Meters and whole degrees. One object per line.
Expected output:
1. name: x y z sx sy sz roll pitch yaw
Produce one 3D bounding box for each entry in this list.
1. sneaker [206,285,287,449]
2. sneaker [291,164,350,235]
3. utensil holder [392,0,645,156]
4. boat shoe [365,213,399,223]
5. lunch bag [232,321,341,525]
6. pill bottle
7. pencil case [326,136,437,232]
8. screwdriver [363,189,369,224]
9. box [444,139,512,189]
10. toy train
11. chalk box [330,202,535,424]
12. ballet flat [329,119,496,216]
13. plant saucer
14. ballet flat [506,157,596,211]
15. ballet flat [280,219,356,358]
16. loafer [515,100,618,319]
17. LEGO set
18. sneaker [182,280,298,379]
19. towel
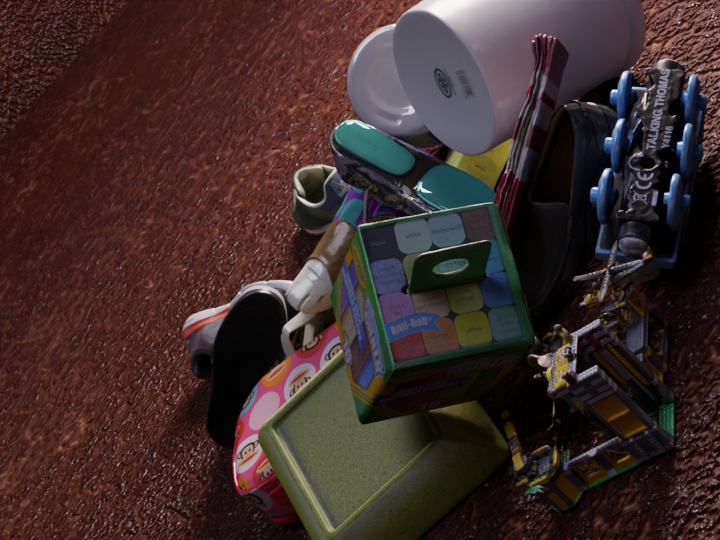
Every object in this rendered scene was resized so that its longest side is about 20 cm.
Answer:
1. sneaker: -0.111 0.078 1.761 0.121 0.083 0.202 -78 4 -57
2. sneaker: -0.045 -0.091 1.944 0.067 0.090 0.200 -54 25 -12
3. utensil holder: 0.154 -0.228 1.643 0.199 0.171 0.169 -32 18 -23
4. boat shoe: 0.067 -0.018 1.532 0.074 0.076 0.202 -22 35 -27
5. lunch bag: -0.035 0.146 1.591 0.199 0.082 0.177 -38 27 20
6. pill bottle: 0.061 -0.196 1.808 0.120 0.120 0.200 -44 -8 7
7. pencil case: 0.007 -0.041 1.722 0.201 0.085 0.092 -63 -13 22
8. screwdriver: 0.000 0.000 1.653 0.029 0.202 0.028 -14 44 -10
9. box: 0.130 -0.137 1.749 0.075 0.050 0.201 -48 15 56
10. toy train: 0.250 -0.082 1.416 0.086 0.115 0.202 5 57 17
11. chalk box: 0.059 0.030 1.334 0.200 0.123 0.125 115 144 -69
12. ballet flat: 0.056 -0.078 1.606 0.199 0.072 0.072 31 75 22
13. plant saucer: 0.004 0.148 1.463 0.200 0.048 0.201 -43 52 11
14. ballet flat: 0.187 -0.109 1.619 0.072 0.072 0.200 -50 24 -5
15. ballet flat: -0.045 0.042 1.657 0.072 0.202 0.068 -19 49 -33
16. loafer: 0.170 -0.056 1.487 0.072 0.072 0.202 18 96 41
17. LEGO set: 0.167 0.077 1.312 0.153 0.116 0.201 -26 32 39
18. sneaker: -0.123 0.073 1.886 0.199 0.077 0.083 -27 58 40
19. towel: 0.150 -0.110 1.506 0.144 0.022 0.202 -6 -69 -78
